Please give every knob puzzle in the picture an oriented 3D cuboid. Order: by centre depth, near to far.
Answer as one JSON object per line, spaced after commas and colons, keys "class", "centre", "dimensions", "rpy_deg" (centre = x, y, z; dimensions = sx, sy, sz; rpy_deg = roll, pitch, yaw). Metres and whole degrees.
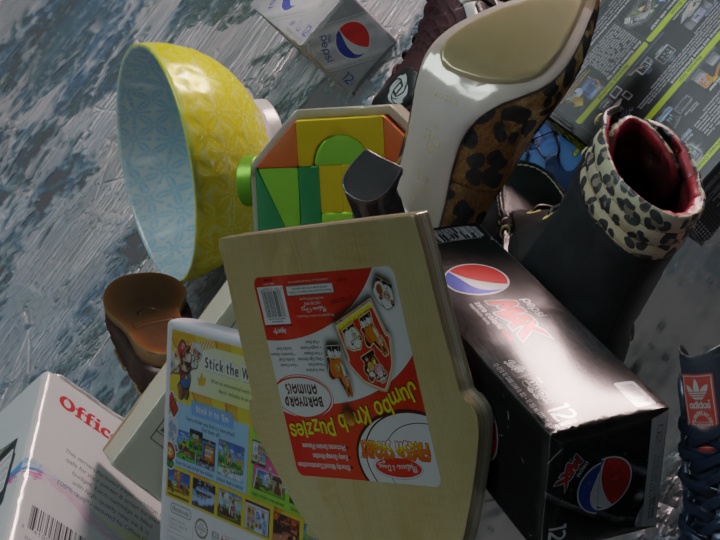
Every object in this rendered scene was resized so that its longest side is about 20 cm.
{"class": "knob puzzle", "centre": [0.007, 0.072, 0.855], "dimensions": [0.030, 0.222, 0.219], "rpy_deg": [-17, 4, -36]}

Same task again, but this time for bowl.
{"class": "bowl", "centre": [-0.124, -0.097, 1.421], "dimensions": [0.107, 0.202, 0.200], "rpy_deg": [-12, 14, -23]}

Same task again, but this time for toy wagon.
{"class": "toy wagon", "centre": [0.000, 0.000, 1.042], "dimensions": [0.154, 0.202, 0.040], "rpy_deg": [-1, 5, 20]}

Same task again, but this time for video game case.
{"class": "video game case", "centre": [-0.061, 0.130, 0.991], "dimensions": [0.199, 0.023, 0.184], "rpy_deg": [10, 99, 55]}

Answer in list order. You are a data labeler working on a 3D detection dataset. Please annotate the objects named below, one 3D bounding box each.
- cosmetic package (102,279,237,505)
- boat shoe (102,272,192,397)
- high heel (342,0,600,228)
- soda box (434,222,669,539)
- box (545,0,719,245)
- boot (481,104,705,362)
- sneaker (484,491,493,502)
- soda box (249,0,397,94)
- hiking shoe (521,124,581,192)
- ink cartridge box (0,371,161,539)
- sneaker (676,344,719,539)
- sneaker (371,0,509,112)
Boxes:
{"class": "cosmetic package", "centre": [-0.072, 0.073, 1.123], "dimensions": [0.200, 0.105, 0.071], "rpy_deg": [-52, 12, -7]}
{"class": "boat shoe", "centre": [-0.163, 0.061, 1.339], "dimensions": [0.070, 0.071, 0.200], "rpy_deg": [-9, 22, -10]}
{"class": "high heel", "centre": [0.068, -0.065, 0.956], "dimensions": [0.071, 0.143, 0.200], "rpy_deg": [37, 70, 28]}
{"class": "soda box", "centre": [0.071, 0.051, 0.829], "dimensions": [0.063, 0.071, 0.200], "rpy_deg": [-10, 30, -19]}
{"class": "box", "centre": [0.202, -0.137, 0.968], "dimensions": [0.200, 0.044, 0.160], "rpy_deg": [-49, 48, 3]}
{"class": "boot", "centre": [0.123, -0.031, 0.917], "dimensions": [0.204, 0.073, 0.154], "rpy_deg": [-96, 21, -49]}
{"class": "sneaker", "centre": [0.015, 0.099, 0.973], "dimensions": [0.199, 0.087, 0.075], "rpy_deg": [-29, 34, 40]}
{"class": "soda box", "centre": [-0.036, -0.224, 1.523], "dimensions": [0.064, 0.068, 0.200], "rpy_deg": [-48, 24, 4]}
{"class": "hiking shoe", "centre": [0.087, -0.053, 1.059], "dimensions": [0.200, 0.087, 0.075], "rpy_deg": [-44, 26, 14]}
{"class": "ink cartridge box", "centre": [-0.191, 0.188, 1.121], "dimensions": [0.083, 0.145, 0.201], "rpy_deg": [-40, 26, 25]}
{"class": "sneaker", "centre": [0.164, 0.081, 0.750], "dimensions": [0.075, 0.084, 0.201], "rpy_deg": [-8, 48, 55]}
{"class": "sneaker", "centre": [0.044, -0.152, 1.115], "dimensions": [0.115, 0.075, 0.201], "rpy_deg": [-42, 29, 23]}
